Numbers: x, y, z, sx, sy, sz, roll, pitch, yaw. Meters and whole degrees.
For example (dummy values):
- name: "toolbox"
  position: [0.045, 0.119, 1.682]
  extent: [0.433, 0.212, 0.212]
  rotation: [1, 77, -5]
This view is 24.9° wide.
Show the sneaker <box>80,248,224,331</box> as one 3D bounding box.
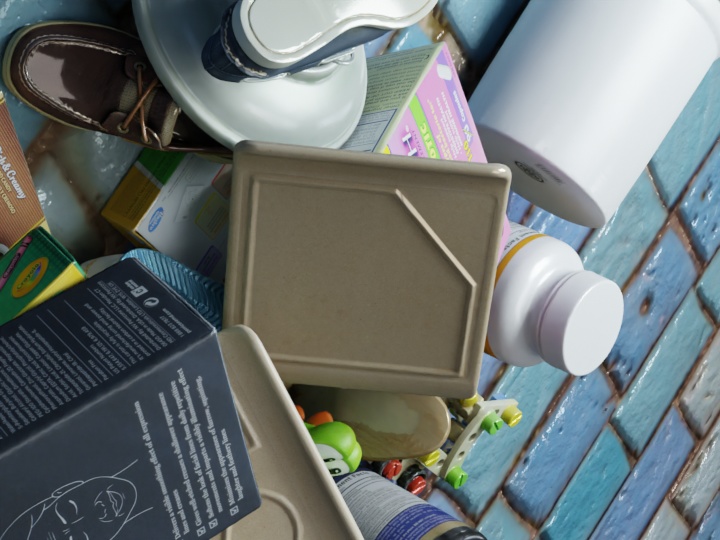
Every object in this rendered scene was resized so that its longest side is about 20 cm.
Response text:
- name: "sneaker"
  position: [-0.132, 0.044, 1.183]
  extent: [0.200, 0.080, 0.077]
  rotation: [39, 56, -42]

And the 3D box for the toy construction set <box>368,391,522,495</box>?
- name: "toy construction set"
  position: [0.056, 0.127, 1.444]
  extent: [0.131, 0.092, 0.200]
  rotation: [-47, 135, -1]

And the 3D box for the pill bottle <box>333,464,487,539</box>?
- name: "pill bottle"
  position: [0.006, 0.228, 1.352]
  extent: [0.111, 0.199, 0.113]
  rotation: [-24, 125, -39]

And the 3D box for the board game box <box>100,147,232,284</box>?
- name: "board game box"
  position: [-0.088, -0.047, 1.232]
  extent: [0.154, 0.040, 0.200]
  rotation: [-56, 140, -12]

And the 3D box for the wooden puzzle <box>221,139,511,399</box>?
- name: "wooden puzzle"
  position: [0.000, 0.000, 1.113]
  extent: [0.037, 0.183, 0.201]
  rotation: [-87, -177, -55]

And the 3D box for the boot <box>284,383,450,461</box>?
- name: "boot"
  position: [0.007, 0.120, 1.299]
  extent: [0.144, 0.200, 0.071]
  rotation: [29, 69, -58]

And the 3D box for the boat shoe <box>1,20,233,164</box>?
- name: "boat shoe"
  position: [-0.138, -0.115, 1.085]
  extent: [0.199, 0.072, 0.073]
  rotation: [20, 89, -33]

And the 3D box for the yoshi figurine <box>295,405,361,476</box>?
- name: "yoshi figurine"
  position: [-0.097, 0.165, 1.198]
  extent: [0.112, 0.198, 0.113]
  rotation: [1, 77, -78]

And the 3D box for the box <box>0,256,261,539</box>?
- name: "box"
  position: [-0.178, 0.114, 0.973]
  extent: [0.199, 0.107, 0.149]
  rotation: [-30, 131, -24]

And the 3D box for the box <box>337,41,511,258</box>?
- name: "box"
  position: [0.025, -0.045, 1.229]
  extent: [0.177, 0.096, 0.200]
  rotation: [68, 29, -26]

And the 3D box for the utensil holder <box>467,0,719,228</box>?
- name: "utensil holder"
  position: [0.197, -0.162, 1.405]
  extent: [0.201, 0.169, 0.170]
  rotation: [-56, 140, -7]

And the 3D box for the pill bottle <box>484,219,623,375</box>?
- name: "pill bottle"
  position: [0.119, 0.015, 1.373]
  extent: [0.111, 0.199, 0.112]
  rotation: [-25, 126, -39]

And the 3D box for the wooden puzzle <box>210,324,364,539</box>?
- name: "wooden puzzle"
  position: [-0.122, 0.159, 1.121]
  extent: [0.199, 0.046, 0.186]
  rotation: [-27, 98, 0]

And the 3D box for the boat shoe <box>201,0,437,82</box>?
- name: "boat shoe"
  position: [-0.022, -0.169, 1.059]
  extent: [0.200, 0.062, 0.075]
  rotation: [-38, 100, -42]

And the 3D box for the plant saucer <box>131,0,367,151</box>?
- name: "plant saucer"
  position: [-0.061, -0.172, 1.106]
  extent: [0.199, 0.050, 0.202]
  rotation: [20, 58, -35]

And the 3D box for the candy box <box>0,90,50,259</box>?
- name: "candy box"
  position: [-0.259, -0.012, 1.041]
  extent: [0.116, 0.056, 0.201]
  rotation: [-36, 134, -30]

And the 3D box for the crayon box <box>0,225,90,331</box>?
- name: "crayon box"
  position: [-0.234, 0.085, 1.028]
  extent: [0.200, 0.058, 0.119]
  rotation: [-44, 135, -11]
